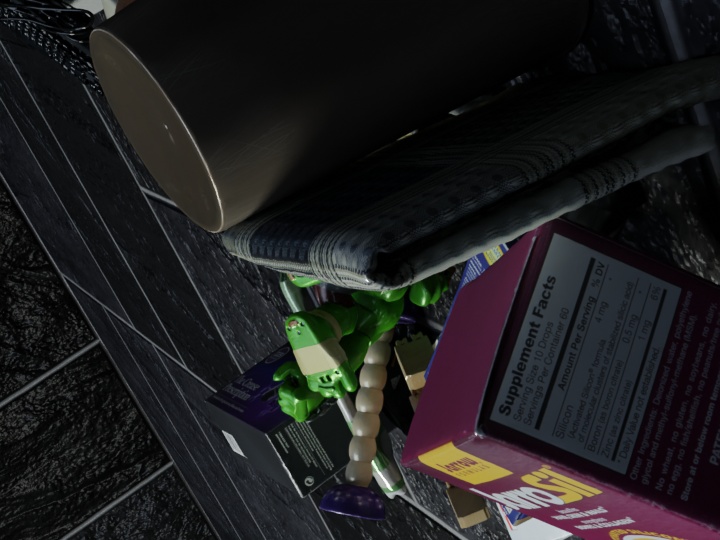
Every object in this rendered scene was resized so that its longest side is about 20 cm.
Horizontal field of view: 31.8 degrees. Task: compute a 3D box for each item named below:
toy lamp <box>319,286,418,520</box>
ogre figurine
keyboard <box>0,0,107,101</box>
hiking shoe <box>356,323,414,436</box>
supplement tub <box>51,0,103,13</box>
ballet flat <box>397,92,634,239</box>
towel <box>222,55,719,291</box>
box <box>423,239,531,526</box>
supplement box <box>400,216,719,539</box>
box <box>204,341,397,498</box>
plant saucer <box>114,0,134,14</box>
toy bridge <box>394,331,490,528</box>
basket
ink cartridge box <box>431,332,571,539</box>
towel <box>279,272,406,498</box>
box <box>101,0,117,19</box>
[{"bbox_3d":[0.008,0.087,0.972,0.058,0.201,0.058,11,172,2],"label":"toy lamp"},{"bbox_3d":[0.000,0.000,0.857,0.098,0.120,0.201,11,121,31],"label":"ogre figurine"},{"bbox_3d":[-0.240,-0.174,0.942,0.200,0.040,0.104,34,155,22],"label":"keyboard"},{"bbox_3d":[0.010,0.061,1.064,0.087,0.074,0.200,25,144,59],"label":"hiking shoe"},{"bbox_3d":[-0.266,-0.308,1.015,0.200,0.145,0.145,57,162,-4],"label":"supplement tub"},{"bbox_3d":[0.071,-0.062,0.720,0.200,0.057,0.067,35,156,48],"label":"ballet flat"},{"bbox_3d":[0.050,-0.043,0.581,0.192,0.200,0.035,9,124,67],"label":"towel"},{"bbox_3d":[0.094,0.061,0.753,0.121,0.032,0.200,60,159,24],"label":"box"},{"bbox_3d":[0.137,0.072,0.574,0.200,0.103,0.131,23,163,-5],"label":"supplement box"},{"bbox_3d":[-0.053,0.133,1.243,0.079,0.141,0.200,63,161,-14],"label":"box"},{"bbox_3d":[-0.091,-0.153,0.797,0.200,0.200,0.034,46,-157,28],"label":"plant saucer"},{"bbox_3d":[0.058,0.116,0.954,0.067,0.027,0.200,-113,2,-46],"label":"toy bridge"},{"bbox_3d":[-0.021,-0.118,0.629,0.180,0.200,0.136,35,153,49],"label":"basket"},{"bbox_3d":[0.105,0.104,0.840,0.200,0.050,0.163,91,156,-78],"label":"ink cartridge box"},{"bbox_3d":[-0.017,0.088,1.071,0.153,0.023,0.200,-116,1,-83],"label":"towel"},{"bbox_3d":[-0.080,-0.131,0.905,0.200,0.109,0.128,45,159,29],"label":"box"}]
